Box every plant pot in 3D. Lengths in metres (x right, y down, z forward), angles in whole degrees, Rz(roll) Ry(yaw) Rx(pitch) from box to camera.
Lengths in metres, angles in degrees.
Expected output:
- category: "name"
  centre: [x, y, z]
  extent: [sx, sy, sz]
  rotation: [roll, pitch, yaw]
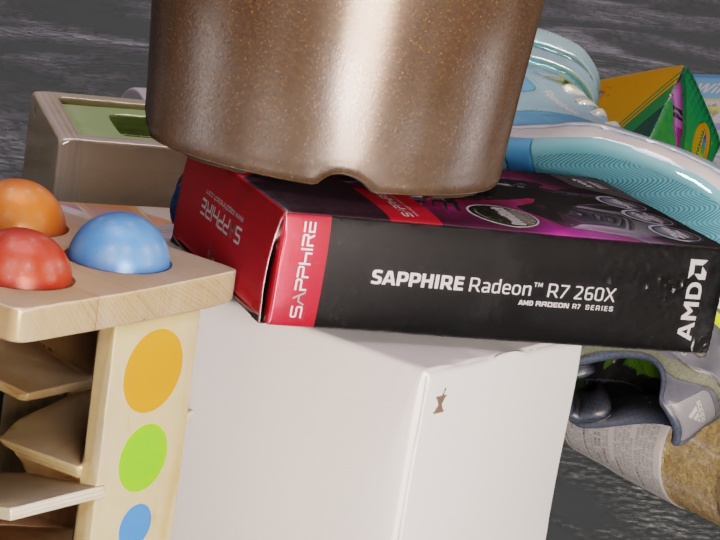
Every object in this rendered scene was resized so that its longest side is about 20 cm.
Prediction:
- category: "plant pot"
  centre: [-0.001, -0.142, 0.991]
  extent: [0.200, 0.199, 0.200]
  rotation: [8, 13, -2]

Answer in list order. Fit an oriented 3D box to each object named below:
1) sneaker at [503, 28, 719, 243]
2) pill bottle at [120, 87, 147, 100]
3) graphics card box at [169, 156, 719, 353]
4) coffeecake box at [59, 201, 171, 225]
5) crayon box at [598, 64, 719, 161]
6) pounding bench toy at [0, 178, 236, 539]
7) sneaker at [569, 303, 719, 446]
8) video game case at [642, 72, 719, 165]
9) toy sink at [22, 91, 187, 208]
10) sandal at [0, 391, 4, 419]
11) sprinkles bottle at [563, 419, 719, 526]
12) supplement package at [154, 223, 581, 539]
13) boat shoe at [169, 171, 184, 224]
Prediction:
- category: "sneaker"
  centre: [0.107, -0.066, 1.164]
  extent: [0.199, 0.080, 0.131]
  rotation: [12, 39, 26]
- category: "pill bottle"
  centre: [-0.055, -0.069, 1.560]
  extent: [0.199, 0.113, 0.112]
  rotation: [2, 15, -24]
- category: "graphics card box"
  centre: [0.035, -0.010, 1.006]
  extent: [0.199, 0.051, 0.125]
  rotation: [6, 13, -22]
- category: "coffeecake box"
  centre: [-0.164, 0.016, 1.231]
  extent: [0.199, 0.073, 0.154]
  rotation: [3, 16, -21]
- category: "crayon box"
  centre: [0.083, -0.041, 1.326]
  extent: [0.199, 0.058, 0.119]
  rotation: [-9, 33, 33]
- category: "pounding bench toy"
  centre: [-0.169, 0.039, 0.962]
  extent: [0.200, 0.157, 0.124]
  rotation: [18, 17, 34]
- category: "sneaker"
  centre: [0.103, 0.028, 1.161]
  extent: [0.200, 0.074, 0.081]
  rotation: [13, 46, 44]
- category: "video game case"
  centre: [0.154, -0.046, 1.356]
  extent: [0.143, 0.018, 0.200]
  rotation: [6, 42, 49]
- category: "toy sink"
  centre: [-0.089, -0.037, 1.406]
  extent: [0.199, 0.112, 0.130]
  rotation: [5, 15, -15]
- category: "sandal"
  centre: [-0.172, 0.043, 1.103]
  extent: [0.200, 0.075, 0.048]
  rotation: [3, 44, -37]
- category: "sprinkles bottle"
  centre: [0.139, 0.071, 1.207]
  extent: [0.068, 0.068, 0.200]
  rotation: [-2, 17, -36]
- category: "supplement package"
  centre: [-0.029, 0.063, 1.027]
  extent: [0.200, 0.120, 0.121]
  rotation: [18, 15, 34]
- category: "boat shoe"
  centre: [-0.014, 0.014, 1.168]
  extent: [0.084, 0.200, 0.069]
  rotation: [-23, 28, 36]
